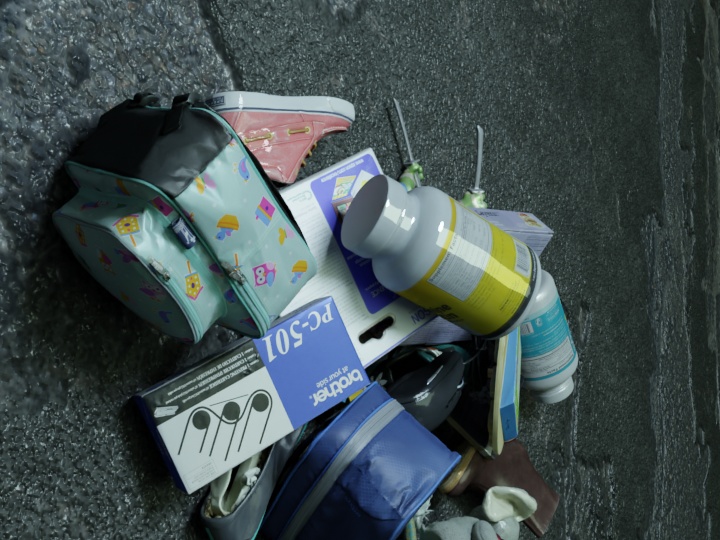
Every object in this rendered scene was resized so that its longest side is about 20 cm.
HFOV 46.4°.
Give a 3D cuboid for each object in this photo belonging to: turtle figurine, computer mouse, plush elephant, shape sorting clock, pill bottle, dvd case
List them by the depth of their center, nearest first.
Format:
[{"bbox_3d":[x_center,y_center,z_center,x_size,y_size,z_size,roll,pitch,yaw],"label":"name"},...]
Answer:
[{"bbox_3d":[0.081,-0.016,0.859,0.198,0.112,0.113,28,61,-26],"label":"pill bottle"},{"bbox_3d":[0.097,0.110,0.942,0.198,0.046,0.143,-21,123,-42],"label":"computer mouse"},{"bbox_3d":[0.148,0.356,1.046,0.153,0.165,0.202,0,54,-33],"label":"plush elephant"},{"bbox_3d":[0.181,0.130,1.064,0.200,0.039,0.204,2,90,-77],"label":"shape sorting clock"},{"bbox_3d":[0.115,-0.094,1.090,0.194,0.142,0.203,44,54,-48],"label":"turtle figurine"},{"bbox_3d":[0.133,0.134,1.130,0.200,0.016,0.149,44,48,-13],"label":"dvd case"},{"bbox_3d":[0.272,0.107,1.307,0.111,0.109,0.202,-49,124,-46],"label":"pill bottle"}]

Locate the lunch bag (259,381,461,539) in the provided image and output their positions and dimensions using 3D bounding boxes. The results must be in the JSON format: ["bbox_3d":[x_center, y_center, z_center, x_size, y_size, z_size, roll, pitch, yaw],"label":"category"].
[{"bbox_3d":[-0.012,0.218,0.837,0.132,0.201,0.135,41,35,14],"label":"lunch bag"}]

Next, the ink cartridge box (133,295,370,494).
[{"bbox_3d":[-0.095,0.108,0.767,0.198,0.044,0.095,-28,97,-27],"label":"ink cartridge box"}]

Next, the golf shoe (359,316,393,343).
[{"bbox_3d":[0.000,0.000,0.985,0.071,0.092,0.203,1,64,-21],"label":"golf shoe"}]

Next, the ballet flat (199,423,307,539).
[{"bbox_3d":[-0.100,0.168,0.813,0.073,0.072,0.202,50,50,-37],"label":"ballet flat"}]

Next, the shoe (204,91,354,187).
[{"bbox_3d":[-0.078,-0.134,0.890,0.199,0.071,0.093,-9,93,-49],"label":"shoe"}]

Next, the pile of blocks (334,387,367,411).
[{"bbox_3d":[-0.043,0.087,0.916,0.081,0.062,0.203,-15,90,-42],"label":"pile of blocks"}]

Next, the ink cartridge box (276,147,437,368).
[{"bbox_3d":[-0.024,-0.001,0.878,0.197,0.043,0.202,-30,95,-35],"label":"ink cartridge box"}]

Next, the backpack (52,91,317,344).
[{"bbox_3d":[-0.140,-0.027,0.699,0.200,0.174,0.154,47,66,-39],"label":"backpack"}]

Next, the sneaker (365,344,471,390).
[{"bbox_3d":[0.080,0.128,1.022,0.198,0.080,0.072,-11,79,-42],"label":"sneaker"}]

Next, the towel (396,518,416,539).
[{"bbox_3d":[0.050,0.290,0.971,0.147,0.021,0.204,176,-92,-84],"label":"towel"}]

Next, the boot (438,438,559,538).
[{"bbox_3d":[0.197,0.298,1.153,0.167,0.072,0.200,49,31,6],"label":"boot"}]

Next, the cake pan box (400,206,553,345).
[{"bbox_3d":[0.124,0.010,1.044,0.198,0.052,0.186,-1,128,-41],"label":"cake pan box"}]
